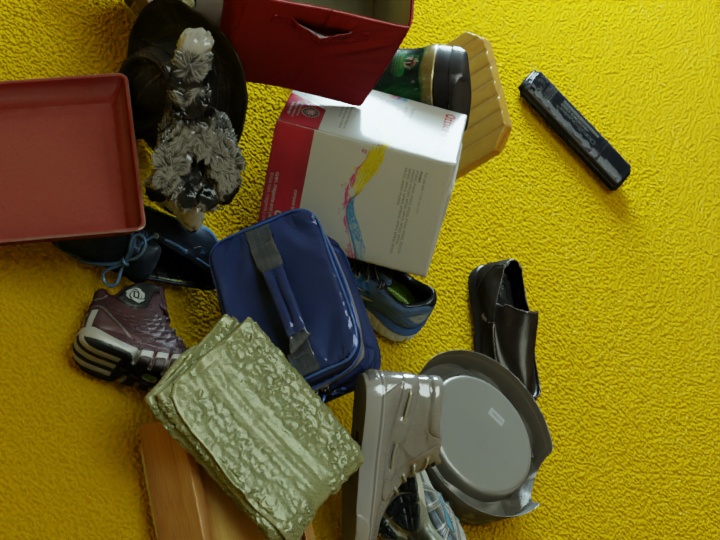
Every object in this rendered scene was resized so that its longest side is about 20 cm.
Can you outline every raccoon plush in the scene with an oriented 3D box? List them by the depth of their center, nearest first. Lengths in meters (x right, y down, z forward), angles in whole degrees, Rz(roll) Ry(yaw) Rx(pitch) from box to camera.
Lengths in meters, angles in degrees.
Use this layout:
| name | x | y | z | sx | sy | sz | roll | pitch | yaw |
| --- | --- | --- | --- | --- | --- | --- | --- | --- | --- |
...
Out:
| name | x | y | z | sx | sy | sz | roll | pitch | yaw |
| --- | --- | --- | --- | --- | --- | --- | --- | --- | --- |
| raccoon plush | -0.163 | -0.138 | 1.595 | 0.096 | 0.134 | 0.203 | 13 | 95 | -13 |

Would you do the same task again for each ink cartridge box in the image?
| name | x | y | z | sx | sy | sz | roll | pitch | yaw |
| --- | --- | --- | --- | --- | --- | --- | --- | --- | --- |
| ink cartridge box | 0.004 | -0.106 | 1.742 | 0.197 | 0.146 | 0.146 | 15 | 29 | 3 |

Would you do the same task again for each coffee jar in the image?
| name | x | y | z | sx | sy | sz | roll | pitch | yaw |
| --- | --- | --- | --- | --- | --- | --- | --- | --- | --- |
| coffee jar | 0.029 | -0.209 | 1.822 | 0.197 | 0.105 | 0.086 | 4 | 51 | 9 |

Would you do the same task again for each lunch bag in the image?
| name | x | y | z | sx | sy | sz | roll | pitch | yaw |
| --- | --- | --- | --- | --- | --- | --- | --- | --- | --- |
| lunch bag | -0.068 | 0.049 | 1.622 | 0.132 | 0.135 | 0.202 | 49 | 18 | -68 |

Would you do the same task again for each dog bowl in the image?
| name | x | y | z | sx | sy | sz | roll | pitch | yaw |
| --- | --- | --- | --- | --- | --- | --- | --- | --- | --- |
| dog bowl | 0.122 | 0.191 | 1.769 | 0.198 | 0.059 | 0.202 | 21 | 50 | -28 |

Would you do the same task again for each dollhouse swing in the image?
| name | x | y | z | sx | sy | sz | roll | pitch | yaw |
| --- | --- | --- | --- | --- | --- | --- | --- | --- | --- |
| dollhouse swing | 0.049 | -0.193 | 1.889 | 0.180 | 0.176 | 0.202 | 10 | 56 | -34 |

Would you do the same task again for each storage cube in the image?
| name | x | y | z | sx | sy | sz | roll | pitch | yaw |
| --- | --- | --- | --- | --- | --- | --- | --- | --- | --- |
| storage cube | -0.048 | -0.298 | 1.647 | 0.169 | 0.180 | 0.203 | 9 | 67 | -14 |

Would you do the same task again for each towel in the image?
| name | x | y | z | sx | sy | sz | roll | pitch | yaw |
| --- | --- | --- | --- | --- | --- | --- | --- | --- | --- |
| towel | -0.098 | 0.149 | 1.503 | 0.200 | 0.036 | 0.148 | 47 | 52 | -2 |

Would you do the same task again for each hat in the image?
| name | x | y | z | sx | sy | sz | roll | pitch | yaw |
| --- | --- | --- | --- | --- | --- | --- | --- | --- | --- |
| hat | -0.207 | -0.179 | 1.655 | 0.081 | 0.200 | 0.202 | -31 | 82 | -41 |

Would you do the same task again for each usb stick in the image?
| name | x | y | z | sx | sy | sz | roll | pitch | yaw |
| --- | --- | --- | --- | --- | --- | --- | --- | --- | --- |
| usb stick | 0.297 | -0.193 | 2.196 | 0.200 | 0.033 | 0.056 | 46 | 50 | -5 |

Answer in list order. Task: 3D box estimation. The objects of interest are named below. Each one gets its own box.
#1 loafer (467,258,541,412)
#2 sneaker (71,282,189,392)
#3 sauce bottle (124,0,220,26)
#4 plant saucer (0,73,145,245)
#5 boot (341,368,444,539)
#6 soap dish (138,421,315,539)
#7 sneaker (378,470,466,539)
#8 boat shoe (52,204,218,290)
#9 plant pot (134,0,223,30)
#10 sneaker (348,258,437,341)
| name | x | y | z | sx | sy | sz | roll | pitch | yaw |
| --- | --- | --- | --- | --- | --- | --- | --- | --- | --- |
| loafer | 0.176 | 0.071 | 1.885 | 0.072 | 0.071 | 0.202 | 8 | 57 | -35 |
| sneaker | -0.186 | 0.071 | 1.590 | 0.199 | 0.076 | 0.116 | 27 | 44 | -23 |
| sauce bottle | -0.228 | -0.307 | 1.824 | 0.200 | 0.065 | 0.065 | 41 | 44 | -7 |
| plant saucer | -0.319 | -0.103 | 1.569 | 0.197 | 0.037 | 0.202 | -6 | 56 | -10 |
| boot | 0.037 | 0.200 | 1.603 | 0.094 | 0.203 | 0.074 | 3 | 15 | -15 |
| soap dish | -0.121 | 0.234 | 1.523 | 0.156 | 0.081 | 0.202 | 4 | 60 | -37 |
| sneaker | 0.064 | 0.266 | 1.673 | 0.086 | 0.077 | 0.202 | 3 | 61 | -58 |
| boat shoe | -0.220 | -0.024 | 1.617 | 0.198 | 0.084 | 0.069 | 6 | 48 | -34 |
| plant pot | -0.177 | -0.317 | 1.761 | 0.199 | 0.093 | 0.203 | 11 | 66 | -25 |
| sneaker | 0.000 | 0.000 | 1.776 | 0.198 | 0.089 | 0.079 | 26 | 47 | -17 |
